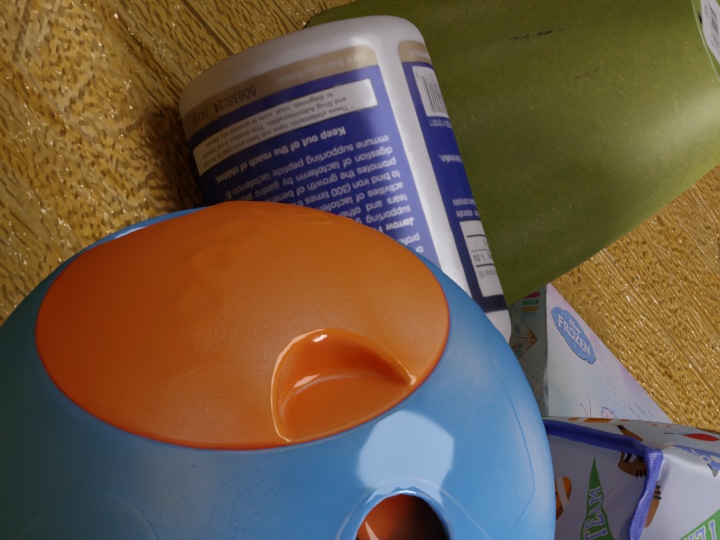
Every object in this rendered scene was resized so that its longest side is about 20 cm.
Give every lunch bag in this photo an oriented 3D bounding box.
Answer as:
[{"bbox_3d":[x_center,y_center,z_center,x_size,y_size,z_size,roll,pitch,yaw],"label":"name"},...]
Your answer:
[{"bbox_3d":[0.134,0.130,0.914,0.169,0.200,0.125,14,89,-27],"label":"lunch bag"}]

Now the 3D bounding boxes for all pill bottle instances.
[{"bbox_3d":[0.000,0.000,0.866,0.116,0.115,0.201,-6,78,-63],"label":"pill bottle"}]

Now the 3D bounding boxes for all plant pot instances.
[{"bbox_3d":[0.098,-0.083,1.018,0.187,0.199,0.188,41,38,-44],"label":"plant pot"}]

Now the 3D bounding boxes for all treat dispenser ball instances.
[{"bbox_3d":[-0.036,0.078,0.645,0.201,0.200,0.202,42,38,-44],"label":"treat dispenser ball"}]

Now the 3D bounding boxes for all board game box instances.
[{"bbox_3d":[0.136,0.141,1.115,0.200,0.043,0.200,45,37,-41],"label":"board game box"}]
